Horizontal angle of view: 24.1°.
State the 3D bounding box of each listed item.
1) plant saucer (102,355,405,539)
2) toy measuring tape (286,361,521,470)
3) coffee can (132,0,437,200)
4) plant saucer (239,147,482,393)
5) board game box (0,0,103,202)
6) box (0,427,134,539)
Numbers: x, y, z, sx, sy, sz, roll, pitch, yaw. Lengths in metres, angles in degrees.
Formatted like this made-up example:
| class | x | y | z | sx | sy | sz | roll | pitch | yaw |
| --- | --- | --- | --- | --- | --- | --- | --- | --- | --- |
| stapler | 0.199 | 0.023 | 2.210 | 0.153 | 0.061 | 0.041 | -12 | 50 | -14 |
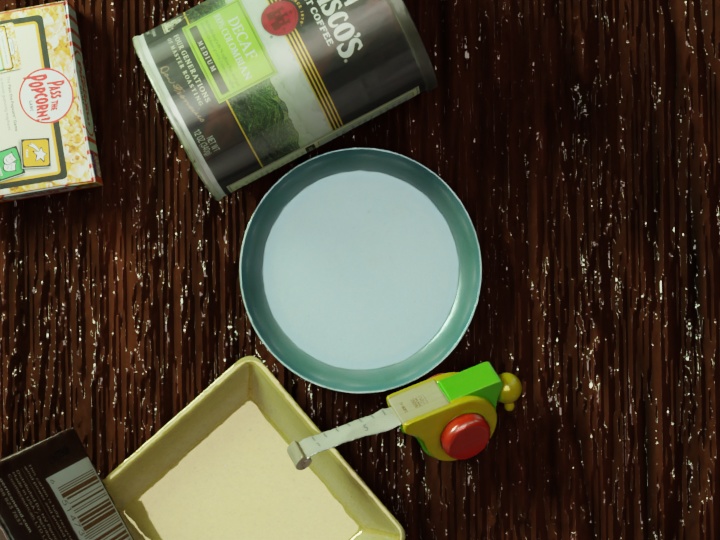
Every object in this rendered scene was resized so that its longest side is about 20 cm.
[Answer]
| class | x | y | z | sx | sy | sz | roll | pitch | yaw |
| --- | --- | --- | --- | --- | --- | --- | --- | --- | --- |
| plant saucer | -0.098 | 0.205 | 1.378 | 0.200 | 0.048 | 0.200 | -41 | 89 | 0 |
| toy measuring tape | 0.040 | 0.133 | 1.361 | 0.199 | 0.074 | 0.074 | -21 | 89 | -11 |
| coffee can | -0.059 | -0.165 | 1.333 | 0.199 | 0.146 | 0.147 | -28 | 89 | 0 |
| plant saucer | 0.000 | 0.000 | 1.391 | 0.199 | 0.027 | 0.202 | 0 | 89 | 0 |
| board game box | -0.322 | -0.128 | 1.383 | 0.199 | 0.046 | 0.153 | -9 | 89 | 0 |
| box | -0.291 | 0.249 | 1.294 | 0.199 | 0.164 | 0.167 | -31 | 88 | 18 |
